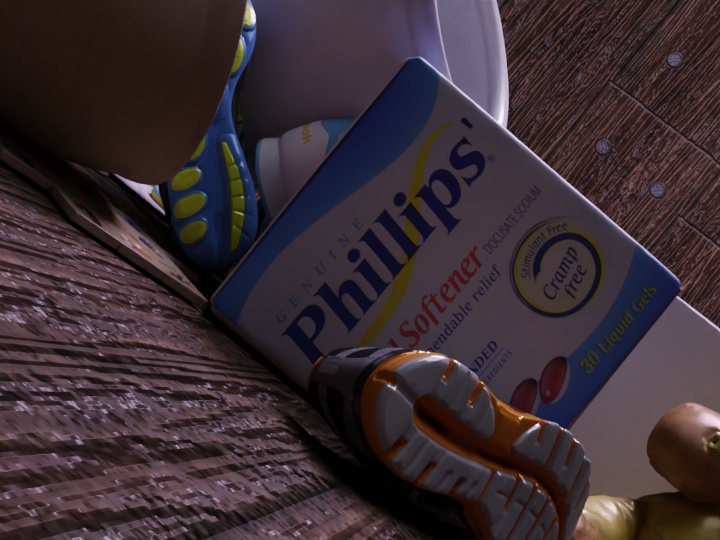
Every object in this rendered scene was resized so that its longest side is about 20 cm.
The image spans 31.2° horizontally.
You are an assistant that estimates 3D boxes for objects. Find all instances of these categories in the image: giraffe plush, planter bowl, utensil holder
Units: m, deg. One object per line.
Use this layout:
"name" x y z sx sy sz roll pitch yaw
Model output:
"giraffe plush" 0.202 0.154 0.774 0.200 0.162 0.173 38 2 -36
"planter bowl" -0.160 -0.155 0.698 0.134 0.201 0.200 8 19 -31
"utensil holder" -0.015 -0.149 0.900 0.199 0.171 0.170 -7 -19 21

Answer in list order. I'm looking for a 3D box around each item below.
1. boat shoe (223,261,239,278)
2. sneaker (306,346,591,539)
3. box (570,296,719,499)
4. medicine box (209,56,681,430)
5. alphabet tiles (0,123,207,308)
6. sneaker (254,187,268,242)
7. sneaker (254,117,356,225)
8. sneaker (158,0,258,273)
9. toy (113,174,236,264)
"boat shoe" -0.009 0.039 0.929 0.200 0.062 0.073 39 2 -33
"sneaker" 0.050 0.093 0.651 0.077 0.078 0.200 14 -24 46
"box" 0.192 0.117 0.948 0.200 0.199 0.131 40 1 16
"medicine box" 0.045 0.011 0.749 0.200 0.182 0.103 39 1 -5
"alphabet tiles" -0.162 -0.047 0.744 0.167 0.008 0.200 39 2 -41
"sneaker" -0.056 -0.061 1.002 0.200 0.080 0.130 47 26 25
"sneaker" 0.000 0.000 0.836 0.077 0.080 0.201 -70 142 -68
"sneaker" -0.103 -0.096 0.809 0.070 0.201 0.083 -1 -10 -19
"toy" -0.108 -0.038 1.040 0.200 0.047 0.115 40 0 -15
